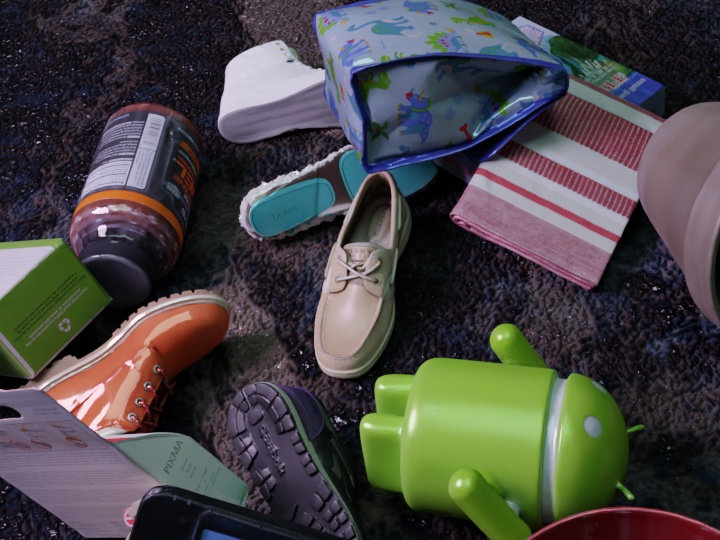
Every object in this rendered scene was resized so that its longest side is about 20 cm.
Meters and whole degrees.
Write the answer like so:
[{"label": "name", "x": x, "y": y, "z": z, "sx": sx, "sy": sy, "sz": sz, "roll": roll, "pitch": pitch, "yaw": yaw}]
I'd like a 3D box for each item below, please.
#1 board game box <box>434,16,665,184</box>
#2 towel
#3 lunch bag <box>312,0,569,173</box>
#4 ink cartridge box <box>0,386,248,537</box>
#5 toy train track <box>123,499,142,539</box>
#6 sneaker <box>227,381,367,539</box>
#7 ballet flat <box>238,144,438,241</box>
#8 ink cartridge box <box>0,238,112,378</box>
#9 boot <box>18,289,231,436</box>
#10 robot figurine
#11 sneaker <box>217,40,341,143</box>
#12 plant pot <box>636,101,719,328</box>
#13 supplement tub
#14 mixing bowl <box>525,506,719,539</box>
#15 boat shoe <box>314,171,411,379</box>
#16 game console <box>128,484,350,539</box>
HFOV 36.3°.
[{"label": "board game box", "x": 0.166, "y": -0.161, "z": 1.111, "sx": 0.200, "sy": 0.041, "sz": 0.199, "roll": -38, "pitch": 51, "yaw": -21}, {"label": "towel", "x": 0.188, "y": -0.090, "z": 1.008, "sx": 0.144, "sy": 0.023, "sz": 0.200, "roll": 28, "pitch": 64, "yaw": 9}, {"label": "lunch bag", "x": 0.072, "y": -0.184, "z": 1.023, "sx": 0.199, "sy": 0.128, "sz": 0.170, "roll": -15, "pitch": 35, "yaw": -8}, {"label": "ink cartridge box", "x": -0.201, "y": 0.127, "z": 0.785, "sx": 0.160, "sy": 0.200, "sz": 0.050, "roll": -9, "pitch": 45, "yaw": 35}, {"label": "toy train track", "x": -0.193, "y": 0.225, "z": 0.757, "sx": 0.033, "sy": 0.115, "sz": 0.200, "roll": 39, "pitch": 104, "yaw": 22}, {"label": "sneaker", "x": -0.021, "y": 0.174, "z": 0.820, "sx": 0.076, "sy": 0.087, "sz": 0.201, "roll": -33, "pitch": 67, "yaw": 26}, {"label": "ballet flat", "x": -0.026, "y": -0.086, "z": 1.073, "sx": 0.199, "sy": 0.072, "sz": 0.072, "roll": -17, "pitch": 46, "yaw": -6}, {"label": "ink cartridge box", "x": -0.337, "y": 0.065, "z": 0.952, "sx": 0.148, "sy": 0.076, "sz": 0.200, "roll": -1, "pitch": 41, "yaw": 49}, {"label": "boot", "x": -0.183, "y": 0.100, "z": 0.931, "sx": 0.200, "sy": 0.075, "sz": 0.107, "roll": -34, "pitch": 52, "yaw": -8}, {"label": "robot figurine", "x": 0.103, "y": 0.127, "z": 0.805, "sx": 0.199, "sy": 0.116, "sz": 0.176, "roll": 5, "pitch": 37, "yaw": 16}, {"label": "sneaker", "x": -0.056, "y": -0.210, "z": 1.186, "sx": 0.199, "sy": 0.074, "sz": 0.116, "roll": -9, "pitch": 49, "yaw": 6}, {"label": "plant pot", "x": 0.323, "y": -0.057, "z": 0.899, "sx": 0.199, "sy": 0.201, "sz": 0.174, "roll": -22, "pitch": 29, "yaw": -8}, {"label": "supplement tub", "x": -0.217, "y": -0.062, "z": 1.061, "sx": 0.106, "sy": 0.107, "sz": 0.201, "roll": -3, "pitch": 48, "yaw": 10}, {"label": "mixing bowl", "x": 0.171, "y": 0.260, "z": 0.672, "sx": 0.199, "sy": 0.109, "sz": 0.201, "roll": -7, "pitch": 47, "yaw": 7}, {"label": "boat shoe", "x": 0.000, "y": 0.000, "z": 0.976, "sx": 0.072, "sy": 0.065, "sz": 0.201, "roll": 7, "pitch": 56, "yaw": 17}, {"label": "game console", "x": -0.069, "y": 0.256, "z": 0.682, "sx": 0.199, "sy": 0.176, "sz": 0.116, "roll": 18, "pitch": 21, "yaw": -5}]
